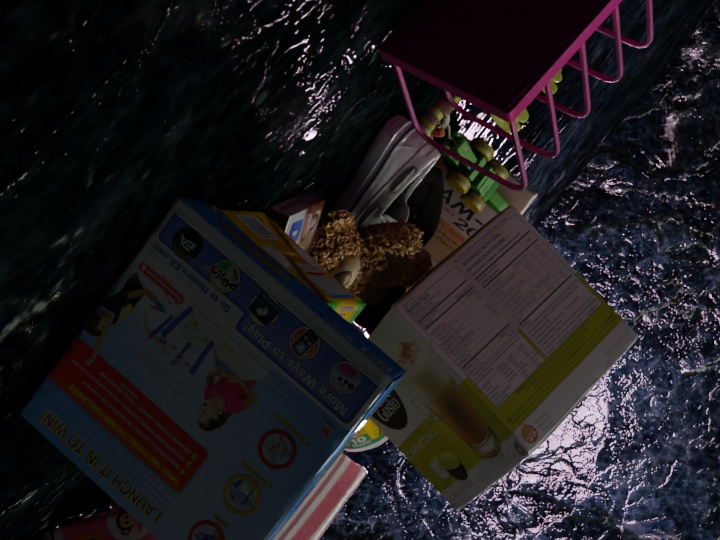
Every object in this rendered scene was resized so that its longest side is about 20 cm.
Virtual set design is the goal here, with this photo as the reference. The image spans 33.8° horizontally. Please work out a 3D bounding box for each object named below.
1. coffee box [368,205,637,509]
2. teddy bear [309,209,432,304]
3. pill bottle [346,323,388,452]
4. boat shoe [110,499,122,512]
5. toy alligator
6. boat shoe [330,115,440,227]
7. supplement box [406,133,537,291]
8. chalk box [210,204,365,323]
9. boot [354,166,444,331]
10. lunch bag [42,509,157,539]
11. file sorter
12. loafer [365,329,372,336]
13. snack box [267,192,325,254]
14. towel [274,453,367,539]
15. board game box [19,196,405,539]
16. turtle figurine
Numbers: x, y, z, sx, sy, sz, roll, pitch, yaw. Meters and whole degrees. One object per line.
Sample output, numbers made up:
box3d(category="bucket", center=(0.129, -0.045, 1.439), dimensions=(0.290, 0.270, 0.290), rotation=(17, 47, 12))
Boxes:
box3d(category="coffee box", center=(0.128, 0.094, 1.257), dimensions=(0.200, 0.198, 0.200), rotation=(-39, 171, -32))
box3d(category="teddy bear", center=(0.000, 0.000, 1.187), dimensions=(0.144, 0.067, 0.200), rotation=(-13, 162, 7))
box3d(category="pill bottle", center=(-0.030, 0.123, 1.385), dimensions=(0.113, 0.113, 0.200), rotation=(-48, 142, -12))
box3d(category="boat shoe", center=(-0.166, 0.233, 1.253), dimensions=(0.199, 0.070, 0.071), rotation=(-21, 167, 0))
box3d(category="toy alligator", center=(0.114, -0.127, 1.355), dimensions=(0.059, 0.054, 0.200), rotation=(-52, 134, -10))
box3d(category="boat shoe", center=(0.017, -0.064, 1.207), dimensions=(0.074, 0.067, 0.200), rotation=(-41, 166, -42))
box3d(category="supplement box", center=(0.109, -0.054, 1.465), dimensions=(0.200, 0.126, 0.074), rotation=(-53, 174, 12))
box3d(category="chalk box", center=(-0.113, 0.065, 0.942), dimensions=(0.200, 0.124, 0.124), rotation=(-52, 169, 9))
box3d(category="boot", center=(0.022, -0.034, 1.396), dimensions=(0.201, 0.077, 0.138), rotation=(-65, -165, -4))
box3d(category="lunch bag", center=(-0.245, 0.301, 1.193), dimensions=(0.175, 0.082, 0.200), rotation=(-10, 154, -5))
box3d(category="file sorter", center=(0.142, -0.188, 1.009), dimensions=(0.200, 0.139, 0.126), rotation=(-48, 147, -16))
box3d(category="loafer", center=(0.034, 0.058, 1.476), dimensions=(0.072, 0.200, 0.063), rotation=(-35, 135, 7))
box3d(category="snack box", center=(-0.083, 0.029, 1.086), dimensions=(0.072, 0.024, 0.201), rotation=(-31, 142, -61))
box3d(category="towel", center=(-0.108, 0.236, 1.390), dimensions=(0.147, 0.200, 0.030), rotation=(-51, -165, 4))
box3d(category="board game box", center=(-0.105, 0.087, 0.841), dimensions=(0.196, 0.200, 0.056), rotation=(-51, 171, 8))
box3d(category="turtle figurine", center=(0.130, -0.193, 1.166), dimensions=(0.199, 0.065, 0.161), rotation=(-36, -156, -10))
